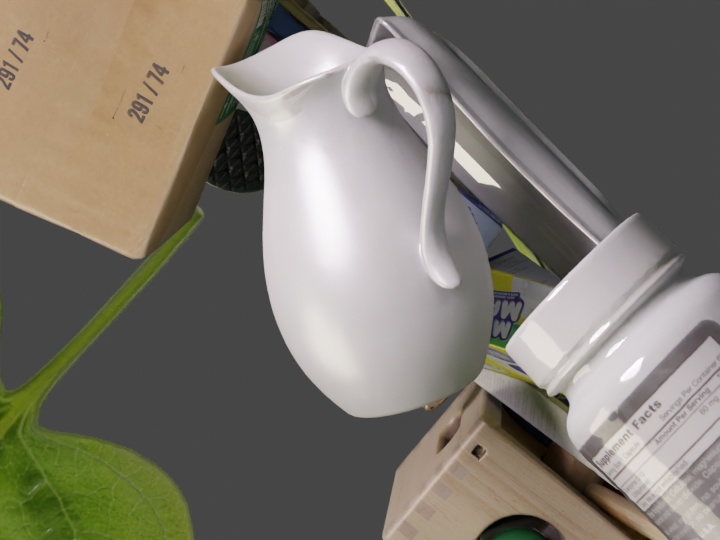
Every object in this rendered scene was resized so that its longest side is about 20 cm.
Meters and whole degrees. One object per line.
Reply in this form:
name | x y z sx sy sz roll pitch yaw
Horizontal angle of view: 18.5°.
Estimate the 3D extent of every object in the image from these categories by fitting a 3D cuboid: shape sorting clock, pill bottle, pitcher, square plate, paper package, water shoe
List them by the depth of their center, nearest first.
pill bottle | 0.172 0.074 1.066 0.200 0.114 0.114 45 176 9
pitcher | 0.012 -0.026 1.178 0.171 0.121 0.201 5 116 60
square plate | 0.080 -0.063 1.241 0.200 0.028 0.198 45 175 0
paper package | -0.160 -0.135 1.286 0.190 0.201 0.104 24 -158 1
shape sorting clock | -0.071 -0.190 1.418 0.200 0.039 0.200 38 -175 -4
water shoe | -0.115 -0.120 1.483 0.200 0.071 0.079 30 -149 -47

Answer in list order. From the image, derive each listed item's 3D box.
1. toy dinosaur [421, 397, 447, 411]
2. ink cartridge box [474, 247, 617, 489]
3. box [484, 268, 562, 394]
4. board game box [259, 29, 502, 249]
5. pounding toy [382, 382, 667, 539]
toy dinosaur | 0.000 0.000 1.373 0.201 0.106 0.061 61 -150 -32
ink cartridge box | 0.128 0.058 1.395 0.200 0.094 0.037 39 138 37
box | 0.120 0.044 1.287 0.199 0.049 0.117 15 170 29
board game box | 0.005 -0.078 1.427 0.199 0.041 0.200 39 -176 0
pounding toy | 0.130 0.159 1.398 0.184 0.142 0.200 39 -169 -3
